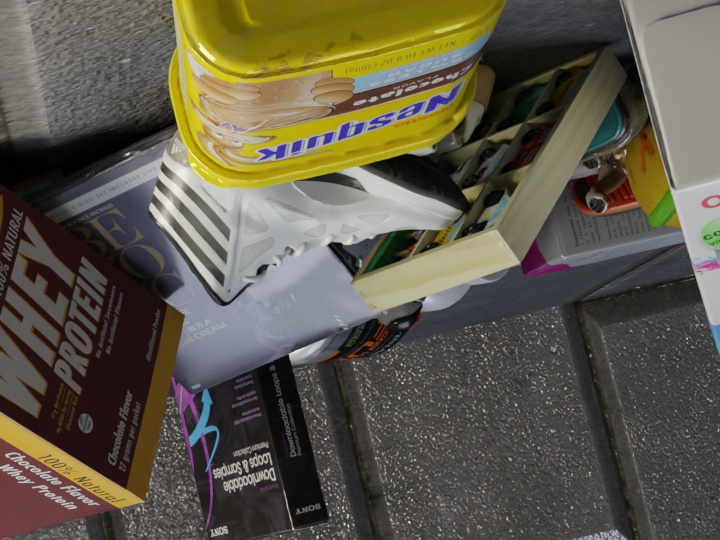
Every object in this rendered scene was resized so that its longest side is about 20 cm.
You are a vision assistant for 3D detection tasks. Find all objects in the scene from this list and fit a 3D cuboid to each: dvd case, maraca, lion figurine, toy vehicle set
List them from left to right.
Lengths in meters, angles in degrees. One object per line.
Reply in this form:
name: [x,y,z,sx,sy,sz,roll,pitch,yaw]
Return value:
dvd case: [-0.098,-0.006,1.202,0.148,0.016,0.200,-23,133,19]
toy vehicle set: [0.083,-0.059,1.225,0.124,0.027,0.200,-21,-154,41]
lion figurine: [0.165,-0.088,1.491,0.199,0.073,0.123,-2,-151,33]
maraca: [0.246,-0.100,1.343,0.107,0.138,0.200,29,158,3]

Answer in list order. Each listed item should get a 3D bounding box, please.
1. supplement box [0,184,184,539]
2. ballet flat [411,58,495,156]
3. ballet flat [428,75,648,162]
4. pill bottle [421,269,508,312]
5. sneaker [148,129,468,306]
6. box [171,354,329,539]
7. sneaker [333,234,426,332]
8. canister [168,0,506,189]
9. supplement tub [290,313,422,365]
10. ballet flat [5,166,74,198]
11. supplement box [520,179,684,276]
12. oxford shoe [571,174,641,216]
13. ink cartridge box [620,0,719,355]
supplement box: [-0.253,0.060,1.172,0.199,0.133,0.197,-18,138,36]
ballet flat: [0.033,-0.095,1.133,0.068,0.063,0.200,-18,172,22]
ballet flat: [0.118,-0.092,1.366,0.199,0.071,0.071,-19,172,37]
pill bottle: [0.020,-0.016,1.487,0.199,0.105,0.104,-8,179,42]
sneaker: [-0.038,-0.033,1.127,0.200,0.076,0.116,15,116,-35]
box: [-0.091,0.098,1.416,0.036,0.201,0.143,-12,173,-31]
sneaker: [0.000,0.000,1.324,0.075,0.116,0.200,-18,-165,32]
canister: [-0.013,-0.105,0.863,0.148,0.087,0.200,-14,172,-6]
supplement tub: [-0.026,0.019,1.717,0.122,0.123,0.200,-17,173,28]
ballet flat: [-0.150,-0.036,1.261,0.072,0.068,0.200,-32,156,27]
supplement box: [0.230,-0.067,1.613,0.199,0.104,0.101,-13,174,-16]
oxford shoe: [0.265,-0.081,1.536,0.199,0.071,0.073,-21,145,3]
ink cartridge box: [0.251,-0.072,1.136,0.146,0.147,0.200,-15,147,11]
